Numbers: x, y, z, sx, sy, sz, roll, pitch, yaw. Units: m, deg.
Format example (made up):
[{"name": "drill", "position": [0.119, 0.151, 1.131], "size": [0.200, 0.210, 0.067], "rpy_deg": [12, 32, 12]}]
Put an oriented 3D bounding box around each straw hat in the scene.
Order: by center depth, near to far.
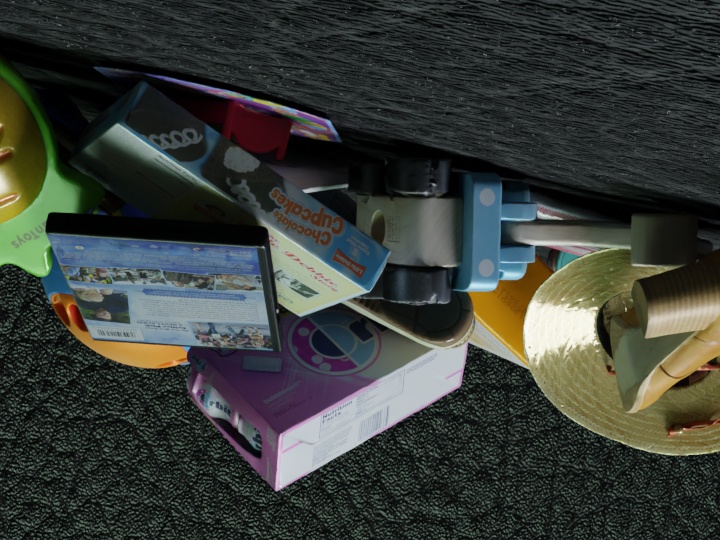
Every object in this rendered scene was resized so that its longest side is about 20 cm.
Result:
[{"name": "straw hat", "position": [0.226, 0.040, 1.346], "size": [0.199, 0.202, 0.085], "rpy_deg": [13, -141, 10]}]

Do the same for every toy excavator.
[{"name": "toy excavator", "position": [0.109, -0.029, 1.247], "size": [0.199, 0.101, 0.194], "rpy_deg": [-2, -176, -24]}]

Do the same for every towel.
[{"name": "towel", "position": [0.179, -0.033, 1.391], "size": [0.145, 0.030, 0.200], "rpy_deg": [14, 177, -6]}]

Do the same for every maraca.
[{"name": "maraca", "position": [-0.256, -0.077, 1.168], "size": [0.137, 0.107, 0.200], "rpy_deg": [-27, 118, 29]}]

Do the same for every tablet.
[{"name": "tablet", "position": [-0.075, -0.077, 1.316], "size": [0.129, 0.014, 0.200], "rpy_deg": [15, -166, 27]}]

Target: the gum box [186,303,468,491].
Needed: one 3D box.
[{"name": "gum box", "position": [-0.028, 0.076, 1.378], "size": [0.199, 0.066, 0.113], "rpy_deg": [-27, -129, -31]}]

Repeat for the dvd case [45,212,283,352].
[{"name": "dvd case", "position": [-0.127, 0.011, 1.213], "size": [0.141, 0.018, 0.200], "rpy_deg": [3, 157, 2]}]

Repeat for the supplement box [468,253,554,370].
[{"name": "supplement box", "position": [0.087, 0.003, 1.470], "size": [0.126, 0.074, 0.200], "rpy_deg": [42, 172, -22]}]

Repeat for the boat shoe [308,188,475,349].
[{"name": "boat shoe", "position": [0.000, 0.000, 1.362], "size": [0.200, 0.072, 0.076], "rpy_deg": [38, 175, 15]}]

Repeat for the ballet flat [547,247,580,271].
[{"name": "ballet flat", "position": [0.233, 0.007, 1.562], "size": [0.199, 0.074, 0.073], "rpy_deg": [10, 180, -27]}]

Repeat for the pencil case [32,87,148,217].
[{"name": "pencil case", "position": [-0.212, -0.076, 1.360], "size": [0.078, 0.087, 0.200], "rpy_deg": [-27, -142, -21]}]

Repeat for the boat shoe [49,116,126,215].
[{"name": "boat shoe", "position": [-0.251, -0.088, 1.253], "size": [0.199, 0.068, 0.072], "rpy_deg": [30, 179, 6]}]

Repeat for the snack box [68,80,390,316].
[{"name": "snack box", "position": [-0.088, -0.043, 1.183], "size": [0.199, 0.037, 0.116], "rpy_deg": [34, 158, -17]}]

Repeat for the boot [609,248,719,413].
[{"name": "boot", "position": [0.252, 0.040, 1.232], "size": [0.143, 0.071, 0.201], "rpy_deg": [-10, 157, -4]}]

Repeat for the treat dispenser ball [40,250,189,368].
[{"name": "treat dispenser ball", "position": [-0.170, -0.019, 1.495], "size": [0.199, 0.202, 0.201], "rpy_deg": [13, 178, 0]}]

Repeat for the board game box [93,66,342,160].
[{"name": "board game box", "position": [-0.096, -0.093, 1.203], "size": [0.157, 0.039, 0.200], "rpy_deg": [13, 179, 3]}]
